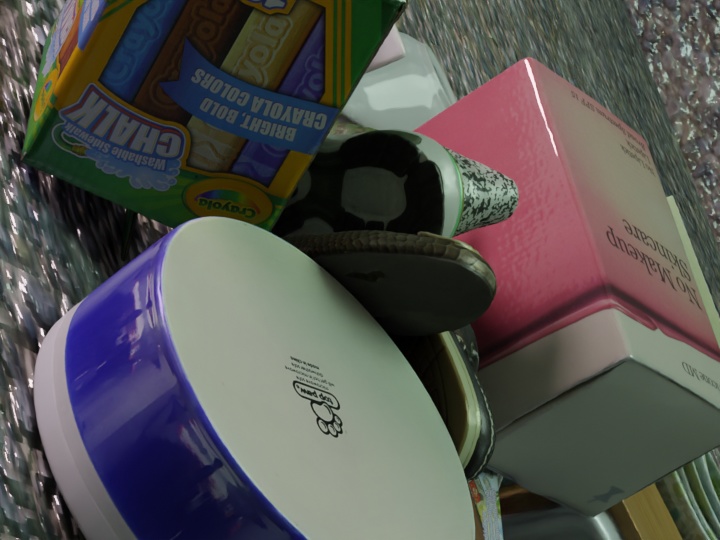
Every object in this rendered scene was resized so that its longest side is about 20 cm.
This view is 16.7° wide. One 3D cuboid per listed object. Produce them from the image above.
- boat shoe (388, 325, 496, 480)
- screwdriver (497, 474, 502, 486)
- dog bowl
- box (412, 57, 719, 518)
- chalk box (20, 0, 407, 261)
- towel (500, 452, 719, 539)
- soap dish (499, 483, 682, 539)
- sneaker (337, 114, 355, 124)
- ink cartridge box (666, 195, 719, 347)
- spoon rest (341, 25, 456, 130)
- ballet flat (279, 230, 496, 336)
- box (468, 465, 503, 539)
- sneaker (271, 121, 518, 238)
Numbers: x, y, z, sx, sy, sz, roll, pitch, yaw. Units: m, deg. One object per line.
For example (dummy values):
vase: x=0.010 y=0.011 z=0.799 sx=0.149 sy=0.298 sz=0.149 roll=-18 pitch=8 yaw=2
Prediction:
boat shoe: x=0.029 y=0.042 z=1.222 sx=0.065 sy=0.073 sz=0.200 roll=18 pitch=21 yaw=-30
screwdriver: x=0.066 y=0.134 z=1.368 sx=0.028 sy=0.029 sz=0.200 roll=144 pitch=-36 yaw=-70
dog bowl: x=-0.043 y=0.078 z=1.070 sx=0.200 sy=0.079 sz=0.200 roll=40 pitch=26 yaw=-24
box: x=0.107 y=0.010 z=1.314 sx=0.128 sy=0.109 sz=0.200 roll=29 pitch=36 yaw=-47
chalk box: x=-0.080 y=-0.099 z=1.164 sx=0.124 sy=0.200 sz=0.125 roll=25 pitch=28 yaw=-16
towel: x=0.142 y=0.162 z=1.480 sx=0.048 sy=0.200 sz=0.171 roll=-35 pitch=103 yaw=-48
soap dish: x=0.132 y=0.206 z=1.426 sx=0.081 sy=0.157 sz=0.200 roll=-43 pitch=110 yaw=-47
sneaker: x=0.003 y=-0.053 z=1.559 sx=0.200 sy=0.074 sz=0.082 roll=40 pitch=28 yaw=-42
ink cartridge box: x=0.125 y=0.043 z=1.573 sx=0.048 sy=0.200 sz=0.146 roll=40 pitch=29 yaw=-63
spoon rest: x=0.015 y=-0.115 z=1.507 sx=0.200 sy=0.061 sz=0.099 roll=37 pitch=29 yaw=-74
ballet flat: x=-0.013 y=0.000 z=1.179 sx=0.067 sy=0.200 sz=0.046 roll=48 pitch=54 yaw=-31
box: x=0.003 y=0.088 z=1.262 sx=0.137 sy=0.039 sz=0.200 roll=24 pitch=30 yaw=-16
sneaker: x=0.002 y=-0.044 z=1.257 sx=0.089 sy=0.200 sz=0.077 roll=1 pitch=103 yaw=-40
